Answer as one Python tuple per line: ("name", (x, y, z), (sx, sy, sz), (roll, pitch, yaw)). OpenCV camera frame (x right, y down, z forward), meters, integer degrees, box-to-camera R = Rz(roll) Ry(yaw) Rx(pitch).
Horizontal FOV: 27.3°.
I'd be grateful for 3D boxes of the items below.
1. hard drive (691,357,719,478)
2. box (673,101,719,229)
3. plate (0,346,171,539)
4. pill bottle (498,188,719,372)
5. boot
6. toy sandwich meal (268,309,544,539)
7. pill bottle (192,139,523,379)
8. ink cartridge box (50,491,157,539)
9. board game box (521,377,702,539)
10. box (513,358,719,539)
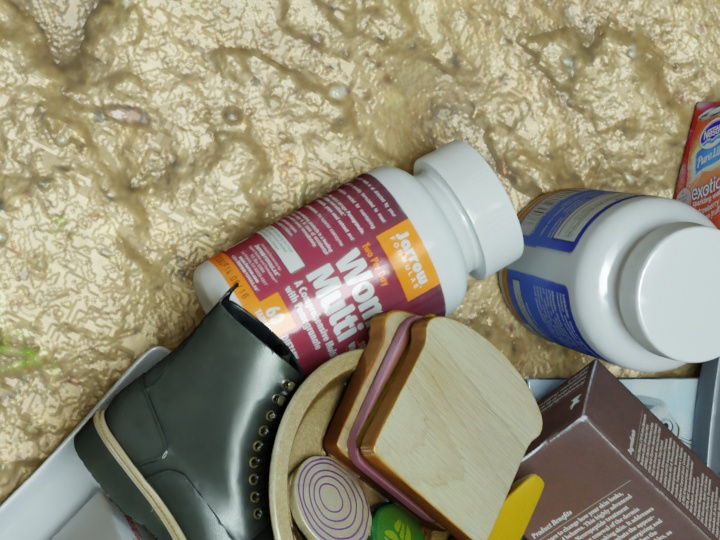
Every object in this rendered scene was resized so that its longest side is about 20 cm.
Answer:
("hard drive", (0.298, 0.103, 1.056), (0.134, 0.042, 0.201), (13, 80, -19))
("box", (0.338, -0.054, 1.068), (0.199, 0.100, 0.096), (13, 92, -16))
("plate", (-0.135, 0.183, 0.989), (0.200, 0.032, 0.200), (-47, 106, -7))
("pill bottle", (0.174, 0.006, 0.973), (0.111, 0.200, 0.113), (-2, 96, -16))
("boot", (-0.057, 0.121, 0.872), (0.200, 0.077, 0.138), (44, 100, 2))
("toy sandwich meal", (0.035, 0.127, 0.857), (0.204, 0.070, 0.207), (16, 65, -39))
("pill bottle", (0.000, 0.000, 0.969), (0.199, 0.110, 0.110), (-29, 103, -11))
("ink cartridge box", (-0.109, 0.241, 0.910), (0.200, 0.145, 0.084), (44, 83, -15))
("board game box", (0.202, 0.177, 1.058), (0.198, 0.043, 0.202), (1, 84, -19))
("box", (0.182, 0.166, 0.968), (0.200, 0.075, 0.100), (43, 123, -11))
